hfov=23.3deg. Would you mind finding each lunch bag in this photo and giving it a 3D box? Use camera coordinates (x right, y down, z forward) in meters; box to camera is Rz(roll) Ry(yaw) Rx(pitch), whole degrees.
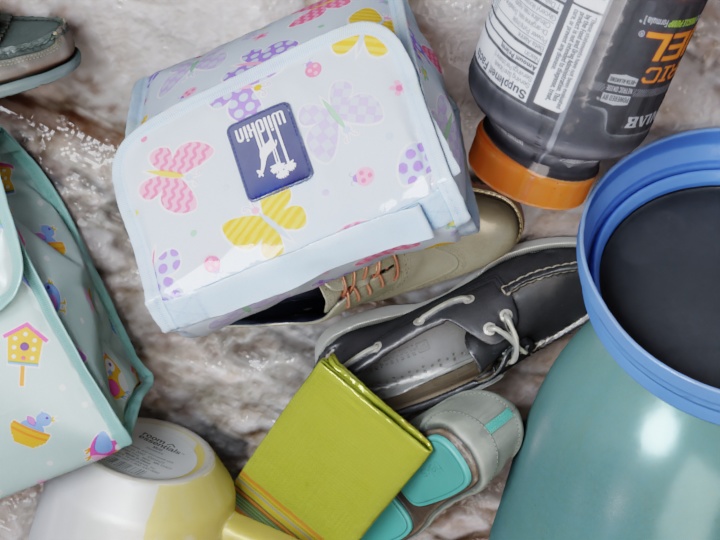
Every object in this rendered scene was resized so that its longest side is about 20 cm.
[{"bbox_3d":[-0.237,0.030,1.003,0.170,0.122,0.200,-21,112,11],"label":"lunch bag"},{"bbox_3d":[-0.032,-0.058,0.913,0.169,0.200,0.127,-21,120,11],"label":"lunch bag"}]

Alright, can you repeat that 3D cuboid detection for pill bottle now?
[{"bbox_3d":[0.122,-0.132,0.931,0.106,0.106,0.200,14,120,-11],"label":"pill bottle"}]

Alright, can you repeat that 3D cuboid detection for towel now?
[{"bbox_3d":[-0.028,0.133,1.076,0.086,0.018,0.200,39,136,5],"label":"towel"}]

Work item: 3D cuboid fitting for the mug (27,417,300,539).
[{"bbox_3d":[-0.125,0.178,1.094,0.186,0.149,0.153,3,113,-19],"label":"mug"}]

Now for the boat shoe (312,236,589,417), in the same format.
[{"bbox_3d":[0.065,0.040,1.056,0.200,0.060,0.074,-17,120,8],"label":"boat shoe"}]

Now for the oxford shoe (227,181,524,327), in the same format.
[{"bbox_3d":[0.000,0.000,1.021,0.200,0.074,0.071,-14,120,5],"label":"oxford shoe"}]

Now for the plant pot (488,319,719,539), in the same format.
[{"bbox_3d":[0.186,0.110,1.028,0.200,0.201,0.161,4,116,-5],"label":"plant pot"}]

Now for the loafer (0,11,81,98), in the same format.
[{"bbox_3d":[-0.254,-0.121,0.943,0.200,0.072,0.063,-8,115,4],"label":"loafer"}]

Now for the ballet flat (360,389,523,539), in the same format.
[{"bbox_3d":[0.036,0.124,1.085,0.067,0.064,0.200,54,145,0],"label":"ballet flat"}]

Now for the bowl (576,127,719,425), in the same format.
[{"bbox_3d":[0.217,0.005,0.967,0.200,0.201,0.039,1,139,-3],"label":"bowl"}]
